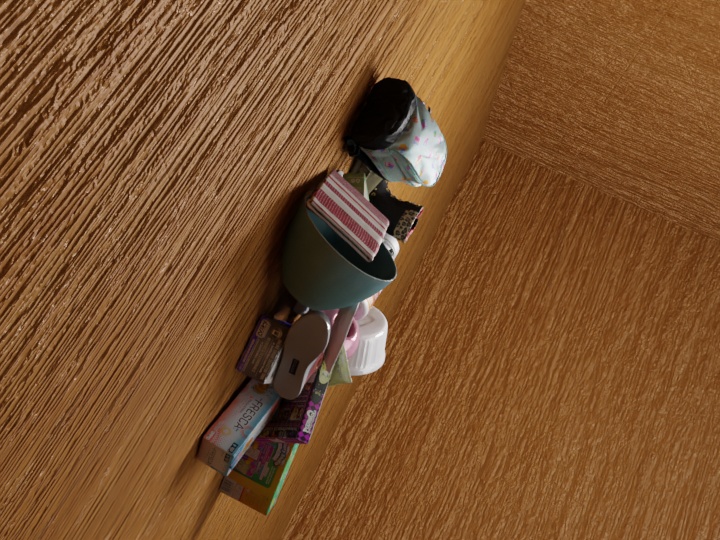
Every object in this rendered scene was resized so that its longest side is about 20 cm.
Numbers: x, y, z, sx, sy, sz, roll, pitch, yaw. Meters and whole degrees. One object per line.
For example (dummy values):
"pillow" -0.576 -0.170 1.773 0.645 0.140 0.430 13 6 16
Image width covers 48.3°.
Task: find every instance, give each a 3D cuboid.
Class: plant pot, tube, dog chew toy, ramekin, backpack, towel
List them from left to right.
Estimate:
"dog chew toy" -0.091 0.156 1.705 0.200 0.125 0.125 -37 -167 42
"tube" -0.082 0.208 1.623 0.200 0.058 0.052 -27 -159 49
"plant pot" -0.056 -0.011 1.356 0.135 0.200 0.200 -47 178 21
"ramekin" -0.032 0.144 1.845 0.201 0.199 0.098 -50 156 -60
"towel" -0.019 -0.094 1.365 0.023 0.144 0.200 -45 -172 22
"backpack" 0.076 -0.239 1.501 0.168 0.126 0.200 -58 143 -14

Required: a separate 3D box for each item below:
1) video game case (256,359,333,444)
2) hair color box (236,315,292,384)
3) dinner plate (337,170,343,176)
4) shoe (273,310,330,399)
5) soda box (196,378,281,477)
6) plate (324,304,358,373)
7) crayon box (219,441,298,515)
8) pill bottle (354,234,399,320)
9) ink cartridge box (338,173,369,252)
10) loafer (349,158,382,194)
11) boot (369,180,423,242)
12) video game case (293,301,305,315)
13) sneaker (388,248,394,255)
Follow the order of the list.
"video game case" -0.137 0.251 1.588 0.199 0.036 0.182 -16 -130 53
"hair color box" -0.161 0.150 1.505 0.110 0.064 0.200 -64 173 -4
"dinner plate" -0.068 -0.094 1.532 0.200 0.024 0.201 24 90 -82
"shoe" -0.095 0.135 1.441 0.201 0.071 0.091 -66 175 32
"soda box" -0.217 0.279 1.475 0.200 0.068 0.064 -51 167 -52
"plate" -0.019 0.063 1.503 0.201 0.032 0.200 113 0 -47
"crayon box" -0.210 0.404 1.709 0.201 0.118 0.058 -68 171 15
"pill bottle" 0.007 0.004 1.761 0.200 0.112 0.113 -57 168 -36
"ink cartridge box" -0.013 -0.066 1.523 0.146 0.048 0.202 78 14 -74
"loafer" 0.022 -0.202 1.619 0.201 0.069 0.075 -70 170 24
"boot" 0.065 -0.155 1.736 0.201 0.150 0.073 -59 169 -37
"video game case" -0.083 0.009 1.639 0.183 0.023 0.200 -63 178 -5
"sneaker" 0.000 0.000 1.636 0.201 0.118 0.074 -59 178 -46
